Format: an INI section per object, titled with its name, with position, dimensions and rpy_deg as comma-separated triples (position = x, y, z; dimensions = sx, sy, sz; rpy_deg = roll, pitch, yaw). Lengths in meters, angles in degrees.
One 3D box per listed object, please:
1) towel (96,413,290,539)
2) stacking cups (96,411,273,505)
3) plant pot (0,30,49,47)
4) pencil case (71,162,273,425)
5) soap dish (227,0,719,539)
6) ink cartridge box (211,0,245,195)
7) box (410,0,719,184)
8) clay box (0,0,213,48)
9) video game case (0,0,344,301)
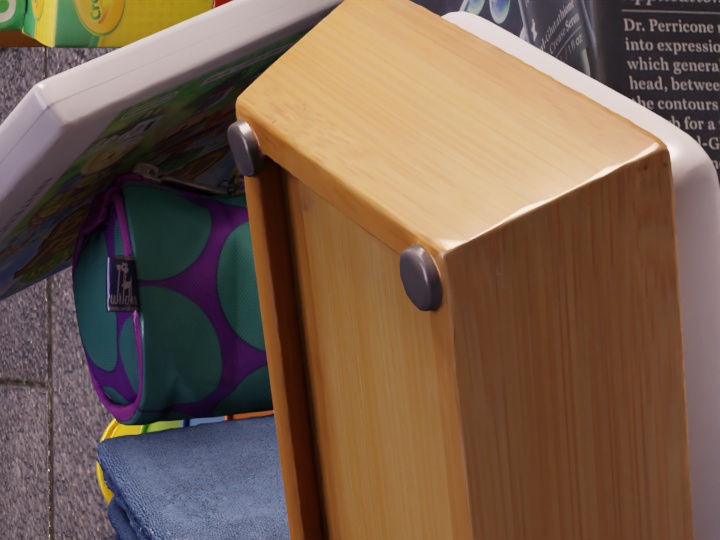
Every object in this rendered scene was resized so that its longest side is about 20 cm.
[towel]
position = 0.017, 0.084, 0.868
dimensions = 0.112, 0.199, 0.049
rpy_deg = -133, 41, -62
[stacking cups]
position = -0.043, 0.060, 1.042
dimensions = 0.200, 0.060, 0.061
rpy_deg = -30, 61, 57
[plant pot]
position = -0.099, -0.205, 1.228
dimensions = 0.200, 0.182, 0.201
rpy_deg = -179, 90, -72
[pencil case]
position = 0.000, 0.000, 0.920
dimensions = 0.085, 0.199, 0.093
rpy_deg = -163, 68, -74
[soap dish]
position = 0.032, 0.038, 0.699
dimensions = 0.157, 0.081, 0.201
rpy_deg = 38, 140, 56
[ink cartridge box]
position = -0.015, -0.051, 1.099
dimensions = 0.050, 0.108, 0.201
rpy_deg = -129, 43, -62
[box]
position = 0.090, -0.067, 0.799
dimensions = 0.148, 0.106, 0.201
rpy_deg = 142, 126, -67
[clay box]
position = -0.073, -0.157, 1.124
dimensions = 0.048, 0.199, 0.116
rpy_deg = 28, 118, 58
[video game case]
position = -0.085, -0.044, 0.944
dimensions = 0.022, 0.200, 0.182
rpy_deg = 55, 135, 6
